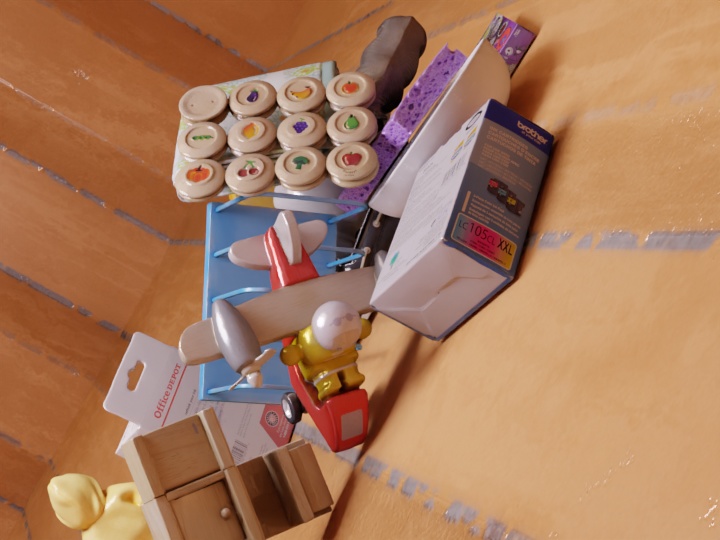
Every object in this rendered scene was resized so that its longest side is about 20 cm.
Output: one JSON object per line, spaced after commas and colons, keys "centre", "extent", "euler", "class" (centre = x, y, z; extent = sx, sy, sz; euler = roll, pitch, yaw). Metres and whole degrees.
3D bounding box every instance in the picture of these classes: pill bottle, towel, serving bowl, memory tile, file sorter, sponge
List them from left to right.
{"centre": [-0.103, -0.146, 1.681], "extent": [0.200, 0.171, 0.048], "euler": [-90, -9, -56], "class": "towel"}
{"centre": [-0.082, -0.133, 1.598], "extent": [0.017, 0.199, 0.154], "euler": [77, -170, -49], "class": "memory tile"}
{"centre": [-0.072, 0.030, 1.621], "extent": [0.123, 0.138, 0.201], "euler": [163, 110, -66], "class": "file sorter"}
{"centre": [-0.035, -0.099, 1.799], "extent": [0.114, 0.114, 0.201], "euler": [162, 118, -71], "class": "pill bottle"}
{"centre": [0.038, -0.140, 1.666], "extent": [0.112, 0.030, 0.200], "euler": [-56, 2, -28], "class": "sponge"}
{"centre": [0.090, -0.128, 1.618], "extent": [0.200, 0.066, 0.200], "euler": [-56, 3, 4], "class": "serving bowl"}

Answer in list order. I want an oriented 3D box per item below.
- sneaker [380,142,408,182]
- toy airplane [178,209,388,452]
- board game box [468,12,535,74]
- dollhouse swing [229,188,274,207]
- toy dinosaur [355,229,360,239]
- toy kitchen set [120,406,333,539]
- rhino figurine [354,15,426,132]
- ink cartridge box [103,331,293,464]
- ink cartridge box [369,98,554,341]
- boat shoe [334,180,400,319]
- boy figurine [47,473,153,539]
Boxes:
{"centre": [-0.011, -0.104, 1.903], "extent": [0.200, 0.088, 0.074], "euler": [-50, 13, 54], "class": "sneaker"}
{"centre": [-0.040, 0.039, 1.484], "extent": [0.200, 0.199, 0.141], "euler": [-62, 16, -14], "class": "toy airplane"}
{"centre": [0.114, -0.180, 1.765], "extent": [0.200, 0.032, 0.120], "euler": [-58, 17, 9], "class": "board game box"}
{"centre": [-0.087, -0.116, 2.064], "extent": [0.200, 0.176, 0.182], "euler": [-65, 14, -15], "class": "dollhouse swing"}
{"centre": [-0.035, 0.023, 1.853], "extent": [0.088, 0.047, 0.200], "euler": [-8, 56, 66], "class": "toy dinosaur"}
{"centre": [-0.072, 0.198, 1.375], "extent": [0.163, 0.200, 0.180], "euler": [-20, -7, -27], "class": "toy kitchen set"}
{"centre": [0.018, -0.189, 1.693], "extent": [0.087, 0.060, 0.200], "euler": [-59, 6, 49], "class": "rhino figurine"}
{"centre": [-0.179, 0.164, 1.742], "extent": [0.068, 0.200, 0.117], "euler": [-47, 18, 44], "class": "ink cartridge box"}
{"centre": [0.094, -0.056, 1.449], "extent": [0.136, 0.076, 0.200], "euler": [-43, 23, 51], "class": "ink cartridge box"}
{"centre": [0.000, 0.000, 1.725], "extent": [0.200, 0.060, 0.074], "euler": [-59, 12, 5], "class": "boat shoe"}
{"centre": [-0.250, 0.281, 1.761], "extent": [0.125, 0.200, 0.064], "euler": [-64, 13, -1], "class": "boy figurine"}
